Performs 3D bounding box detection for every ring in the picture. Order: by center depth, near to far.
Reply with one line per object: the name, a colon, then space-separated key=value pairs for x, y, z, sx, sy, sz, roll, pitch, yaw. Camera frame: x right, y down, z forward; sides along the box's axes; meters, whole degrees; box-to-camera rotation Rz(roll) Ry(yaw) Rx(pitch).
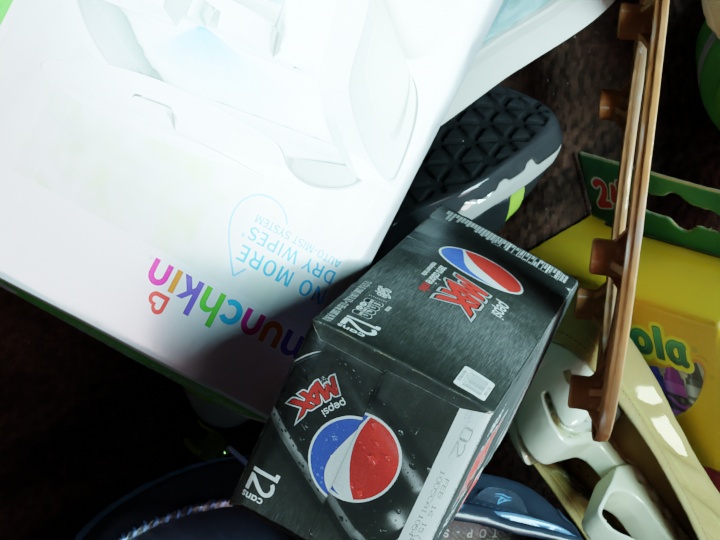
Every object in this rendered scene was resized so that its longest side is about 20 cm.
ring: x=0.096 y=-0.036 z=0.827 sx=0.019 sy=0.200 sz=0.202 roll=6 pitch=102 yaw=5

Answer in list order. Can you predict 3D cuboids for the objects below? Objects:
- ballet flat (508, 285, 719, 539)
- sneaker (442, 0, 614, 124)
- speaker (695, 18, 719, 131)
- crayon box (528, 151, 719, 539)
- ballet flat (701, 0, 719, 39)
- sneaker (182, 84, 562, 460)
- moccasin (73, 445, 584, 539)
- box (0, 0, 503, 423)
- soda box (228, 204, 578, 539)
ballet flat: x=0.102 y=0.079 z=0.908 sx=0.069 sy=0.200 sz=0.063 roll=-45 pitch=167 yaw=34
sneaker: x=0.043 y=-0.125 z=0.865 sx=0.200 sy=0.074 sz=0.082 roll=-42 pitch=124 yaw=-25
speaker: x=0.208 y=-0.040 z=0.934 sx=0.088 sy=0.201 sz=0.089 roll=-9 pitch=136 yaw=-9
crayon box: x=0.138 y=0.057 z=0.958 sx=0.051 sy=0.127 sz=0.201 roll=-28 pitch=118 yaw=-29
ballet flat: x=0.161 y=-0.141 z=0.915 sx=0.069 sy=0.069 sz=0.201 roll=-12 pitch=79 yaw=-35
sneaker: x=0.000 y=0.000 z=0.883 sx=0.200 sy=0.072 sz=0.083 roll=-37 pitch=141 yaw=-21
moccasin: x=-0.004 y=0.097 z=0.765 sx=0.199 sy=0.068 sz=0.081 roll=-7 pitch=99 yaw=-31
box: x=-0.081 y=-0.073 z=0.739 sx=0.199 sy=0.097 sz=0.177 roll=30 pitch=85 yaw=-24
soda box: x=0.021 y=0.038 z=0.745 sx=0.071 sy=0.063 sz=0.200 roll=-65 pitch=172 yaw=16
